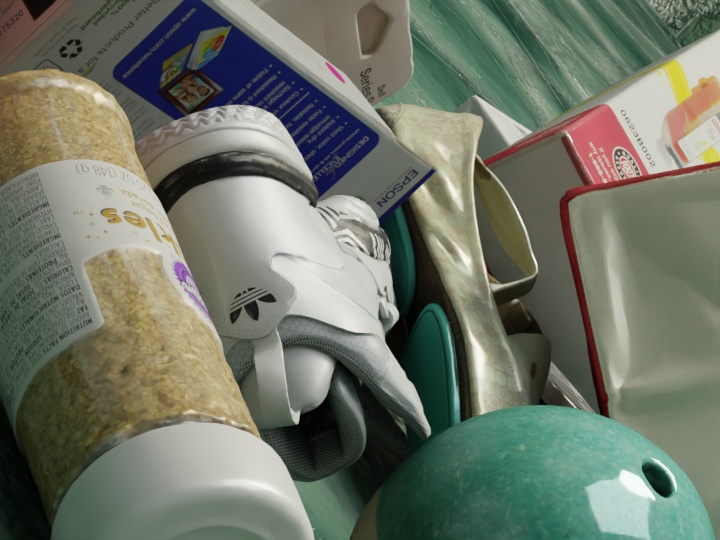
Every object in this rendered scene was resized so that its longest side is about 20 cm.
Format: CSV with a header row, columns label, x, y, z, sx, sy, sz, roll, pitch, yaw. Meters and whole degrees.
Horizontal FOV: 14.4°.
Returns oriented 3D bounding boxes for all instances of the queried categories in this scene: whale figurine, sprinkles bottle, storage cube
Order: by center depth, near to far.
label,x,y,z,sx,sy,sz,roll,pitch,yaw
sprinkles bottle,-0.074,0.023,0.817,0.068,0.068,0.200,38,16,-40
whale figurine,0.084,0.128,0.911,0.159,0.104,0.200,6,41,-51
storage cube,0.178,0.062,1.105,0.180,0.198,0.172,66,15,-70

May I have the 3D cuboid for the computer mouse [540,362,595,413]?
label,x,y,z,sx,sy,sz,roll,pitch,yaw
computer mouse,0.043,0.026,1.287,0.200,0.044,0.110,52,7,37

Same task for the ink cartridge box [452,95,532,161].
label,x,y,z,sx,sy,sz,roll,pitch,yaw
ink cartridge box,0.105,-0.010,1.539,0.116,0.068,0.200,56,14,24

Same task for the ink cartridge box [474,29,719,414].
label,x,y,z,sx,sy,sz,roll,pitch,yaw
ink cartridge box,0.147,-0.021,1.399,0.200,0.083,0.146,-33,95,-53

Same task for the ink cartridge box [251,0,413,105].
label,x,y,z,sx,sy,sz,roll,pitch,yaw
ink cartridge box,-0.064,-0.169,1.273,0.200,0.087,0.146,53,-11,22

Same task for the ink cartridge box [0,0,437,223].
label,x,y,z,sx,sy,sz,roll,pitch,yaw
ink cartridge box,-0.062,-0.052,1.019,0.200,0.095,0.037,35,17,-49

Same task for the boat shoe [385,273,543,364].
label,x,y,z,sx,sy,sz,roll,pitch,yaw
boat shoe,0.001,0.000,1.175,0.200,0.072,0.068,49,-19,25

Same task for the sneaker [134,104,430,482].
label,x,y,z,sx,sy,sz,roll,pitch,yaw
sneaker,-0.021,0.027,0.990,0.200,0.075,0.116,50,17,-67

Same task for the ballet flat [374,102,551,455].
label,x,y,z,sx,sy,sz,roll,pitch,yaw
ballet flat,0.043,0.017,1.089,0.068,0.062,0.201,113,-30,-56
